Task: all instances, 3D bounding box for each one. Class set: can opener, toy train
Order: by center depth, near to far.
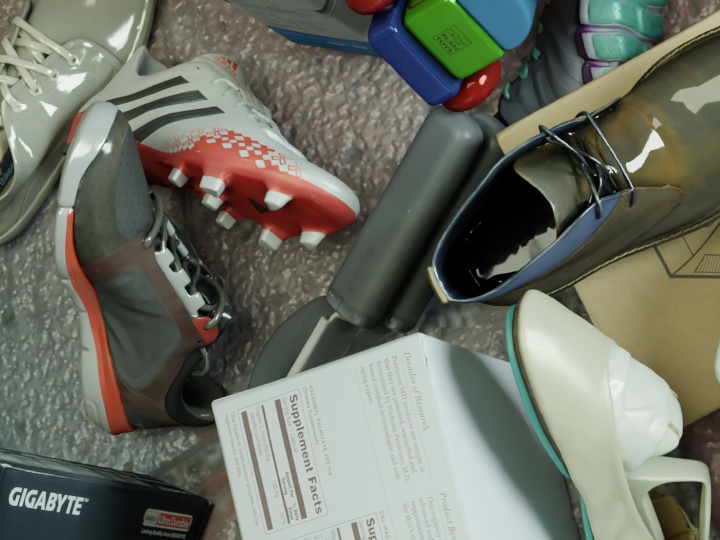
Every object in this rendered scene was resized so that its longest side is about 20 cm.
[{"bbox_3d":[0.074,-0.176,1.108,0.116,0.085,0.200,-26,32,35],"label":"toy train"},{"bbox_3d":[0.000,0.000,1.154,0.067,0.053,0.200,43,112,35],"label":"can opener"}]

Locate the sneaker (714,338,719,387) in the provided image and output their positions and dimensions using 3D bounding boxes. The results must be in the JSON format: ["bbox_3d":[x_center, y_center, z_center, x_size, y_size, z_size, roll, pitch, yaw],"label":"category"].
[{"bbox_3d":[0.201,0.066,1.021,0.078,0.079,0.201,-13,104,27],"label":"sneaker"}]

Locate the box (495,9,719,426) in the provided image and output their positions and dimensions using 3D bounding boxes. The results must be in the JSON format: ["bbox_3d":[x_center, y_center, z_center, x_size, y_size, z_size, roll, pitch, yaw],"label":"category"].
[{"bbox_3d":[0.185,-0.039,1.074,0.200,0.021,0.164,-28,87,6],"label":"box"}]

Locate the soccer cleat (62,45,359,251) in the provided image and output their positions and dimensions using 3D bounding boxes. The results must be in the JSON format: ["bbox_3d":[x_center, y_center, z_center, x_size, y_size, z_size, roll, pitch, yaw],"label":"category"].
[{"bbox_3d":[-0.070,-0.069,1.189,0.200,0.069,0.085,16,68,44],"label":"soccer cleat"}]

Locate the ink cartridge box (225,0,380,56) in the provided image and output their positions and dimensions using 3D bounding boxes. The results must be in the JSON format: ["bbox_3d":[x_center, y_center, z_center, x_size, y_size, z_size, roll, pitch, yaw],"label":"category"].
[{"bbox_3d":[-0.031,-0.185,1.135,0.066,0.200,0.116,14,87,24],"label":"ink cartridge box"}]

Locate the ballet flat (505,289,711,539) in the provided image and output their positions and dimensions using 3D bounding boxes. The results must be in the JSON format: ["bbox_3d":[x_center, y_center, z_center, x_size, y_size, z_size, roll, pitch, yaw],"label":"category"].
[{"bbox_3d":[0.121,0.082,1.045,0.069,0.200,0.070,-14,40,12],"label":"ballet flat"}]

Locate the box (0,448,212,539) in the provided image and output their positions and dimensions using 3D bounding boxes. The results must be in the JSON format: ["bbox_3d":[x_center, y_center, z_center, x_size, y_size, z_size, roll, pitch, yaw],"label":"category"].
[{"bbox_3d":[-0.161,0.171,1.131,0.046,0.200,0.160,18,88,27],"label":"box"}]

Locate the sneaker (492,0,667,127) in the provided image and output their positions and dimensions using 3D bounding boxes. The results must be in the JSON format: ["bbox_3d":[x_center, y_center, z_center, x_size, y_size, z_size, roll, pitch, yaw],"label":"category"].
[{"bbox_3d":[0.099,-0.107,1.138,0.087,0.074,0.201,-3,81,28],"label":"sneaker"}]

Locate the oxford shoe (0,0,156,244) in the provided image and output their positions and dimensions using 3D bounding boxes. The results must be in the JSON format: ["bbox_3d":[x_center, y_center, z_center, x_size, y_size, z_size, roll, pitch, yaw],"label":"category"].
[{"bbox_3d":[-0.173,-0.105,1.262,0.075,0.058,0.200,32,92,27],"label":"oxford shoe"}]

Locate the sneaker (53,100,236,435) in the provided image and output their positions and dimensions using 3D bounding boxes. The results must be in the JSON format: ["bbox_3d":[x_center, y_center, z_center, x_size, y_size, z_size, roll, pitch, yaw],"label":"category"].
[{"bbox_3d":[-0.101,0.000,1.168,0.082,0.200,0.077,5,43,11],"label":"sneaker"}]

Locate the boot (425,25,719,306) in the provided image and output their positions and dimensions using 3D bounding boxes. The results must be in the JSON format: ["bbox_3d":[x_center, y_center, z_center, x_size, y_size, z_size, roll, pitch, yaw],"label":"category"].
[{"bbox_3d":[0.115,-0.041,1.007,0.200,0.097,0.075,-38,84,23],"label":"boot"}]

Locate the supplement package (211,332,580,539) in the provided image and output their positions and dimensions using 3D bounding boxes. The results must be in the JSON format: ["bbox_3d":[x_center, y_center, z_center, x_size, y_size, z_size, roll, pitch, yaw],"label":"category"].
[{"bbox_3d":[0.033,0.147,1.075,0.111,0.156,0.201,-19,74,20],"label":"supplement package"}]
